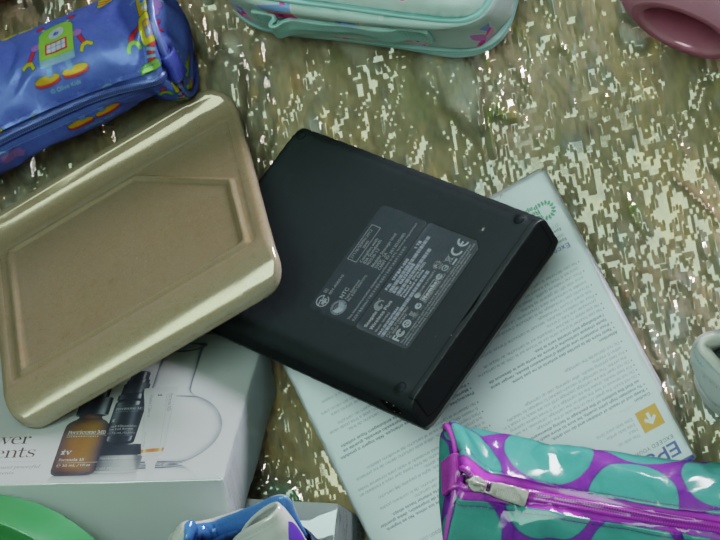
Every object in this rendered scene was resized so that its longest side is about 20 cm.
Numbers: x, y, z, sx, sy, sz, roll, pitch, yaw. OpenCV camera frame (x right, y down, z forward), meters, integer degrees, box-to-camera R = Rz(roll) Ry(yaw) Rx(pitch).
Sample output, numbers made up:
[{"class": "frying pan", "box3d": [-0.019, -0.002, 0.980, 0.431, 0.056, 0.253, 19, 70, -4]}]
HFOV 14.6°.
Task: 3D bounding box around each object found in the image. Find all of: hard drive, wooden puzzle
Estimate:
[{"class": "hard drive", "box3d": [0.000, 0.000, 1.667, 0.200, 0.033, 0.140, 23, 70, 39]}, {"class": "wooden puzzle", "box3d": [-0.138, -0.007, 1.711, 0.185, 0.037, 0.200, -30, 37, 9]}]

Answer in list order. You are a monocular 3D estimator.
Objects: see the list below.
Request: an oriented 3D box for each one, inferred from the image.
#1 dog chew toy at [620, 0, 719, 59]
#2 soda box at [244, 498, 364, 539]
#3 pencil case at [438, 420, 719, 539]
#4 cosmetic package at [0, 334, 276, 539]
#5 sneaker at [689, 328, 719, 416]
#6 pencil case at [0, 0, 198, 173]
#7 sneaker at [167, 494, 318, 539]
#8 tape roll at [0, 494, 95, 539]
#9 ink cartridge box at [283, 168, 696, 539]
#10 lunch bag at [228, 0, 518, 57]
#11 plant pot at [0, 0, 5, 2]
[{"class": "dog chew toy", "box3d": [0.228, -0.228, 1.669, 0.124, 0.125, 0.200, 19, 75, 17]}, {"class": "soda box", "box3d": [-0.102, 0.169, 1.686, 0.199, 0.068, 0.064, 1, 77, 14]}, {"class": "pencil case", "box3d": [0.139, 0.139, 1.585, 0.199, 0.092, 0.085, 7, 80, 4]}, {"class": "cosmetic package", "box3d": [-0.161, 0.100, 1.676, 0.199, 0.151, 0.052, -3, 121, 10]}, {"class": "sneaker", "box3d": [0.279, 0.082, 1.600, 0.199, 0.088, 0.075, 18, 81, 17]}, {"class": "pencil case", "box3d": [-0.198, -0.111, 1.766, 0.200, 0.078, 0.087, -22, 42, 9]}, {"class": "sneaker", "box3d": [-0.018, 0.193, 1.569, 0.199, 0.147, 0.081, 8, 45, 17]}, {"class": "tape roll", "box3d": [-0.216, 0.229, 1.605, 0.200, 0.048, 0.201, 3, 101, 16]}, {"class": "ink cartridge box", "box3d": [0.071, 0.073, 1.679, 0.196, 0.043, 0.200, -28, 76, 7]}, {"class": "lunch bag", "box3d": [0.006, -0.214, 1.740, 0.199, 0.077, 0.161, 9, 82, 16]}, {"class": "plant pot", "box3d": [-0.267, -0.250, 1.783, 0.199, 0.140, 0.201, -3, 76, 13]}]
